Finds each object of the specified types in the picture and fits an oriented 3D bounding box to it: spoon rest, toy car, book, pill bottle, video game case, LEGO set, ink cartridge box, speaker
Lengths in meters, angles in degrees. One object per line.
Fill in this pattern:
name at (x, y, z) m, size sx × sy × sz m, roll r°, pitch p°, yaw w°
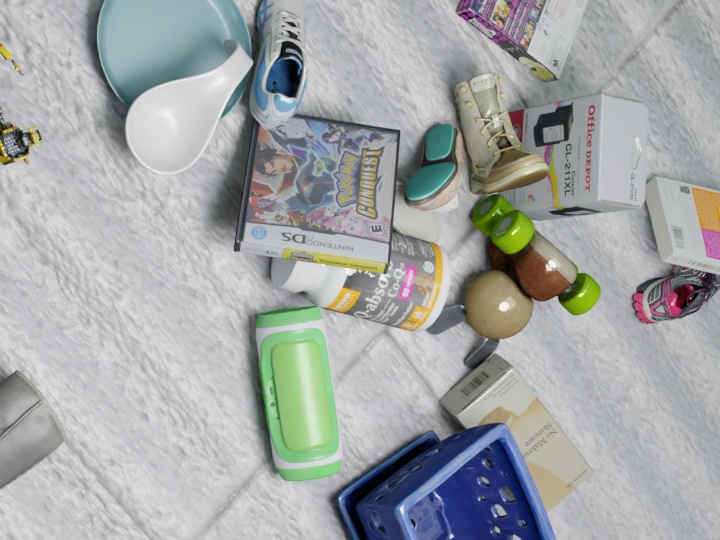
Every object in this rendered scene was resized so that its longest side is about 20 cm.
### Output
spoon rest at (-0.191, -0.194, 1.600) m, size 0.099 × 0.061 × 0.200 m, roll 50°, pitch 62°, yaw -21°
toy car at (0.183, 0.032, 1.854) m, size 0.164 × 0.158 × 0.200 m, roll 41°, pitch 95°, yaw -21°
book at (0.520, -0.058, 2.079) m, size 0.200 × 0.048 × 0.134 m, roll 13°, pitch 55°, yaw -28°
pill bottle at (0.000, 0.000, 1.708) m, size 0.200 × 0.116 × 0.117 m, roll 14°, pitch 79°, yaw -22°
video game case at (-0.048, -0.097, 1.655) m, size 0.180 × 0.026 × 0.200 m, roll 8°, pitch 58°, yaw -5°
LEGO set at (-0.412, -0.179, 1.444) m, size 0.154 × 0.116 × 0.200 m, roll -18°, pitch 97°, yaw -34°
ink cartridge box at (0.280, -0.150, 1.864) m, size 0.083 × 0.200 × 0.146 m, roll 7°, pitch 83°, yaw -34°
speaker at (-0.073, 0.147, 1.675) m, size 0.088 × 0.088 × 0.200 m, roll -9°, pitch 92°, yaw -34°
video game case at (0.238, -0.394, 1.951) m, size 0.181 × 0.036 × 0.200 m, roll 31°, pitch 70°, yaw -29°

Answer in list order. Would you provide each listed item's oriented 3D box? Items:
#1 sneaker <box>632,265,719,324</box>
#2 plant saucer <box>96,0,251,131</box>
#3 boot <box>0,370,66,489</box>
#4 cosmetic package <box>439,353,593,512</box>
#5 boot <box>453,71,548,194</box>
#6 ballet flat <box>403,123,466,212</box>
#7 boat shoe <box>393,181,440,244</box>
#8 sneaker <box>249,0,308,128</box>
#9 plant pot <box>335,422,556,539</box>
sneaker at (0.496, 0.026, 2.076) m, size 0.200 × 0.075 × 0.081 m, roll -30°, pitch 103°, yaw -33°
plant saucer at (-0.220, -0.261, 1.636) m, size 0.200 × 0.027 × 0.201 m, roll 2°, pitch 86°, yaw -35°
boot at (-0.422, 0.174, 1.444) m, size 0.200 × 0.073 × 0.182 m, roll -42°, pitch 123°, yaw -22°
cosmetic package at (0.207, 0.220, 1.850) m, size 0.105 × 0.071 × 0.200 m, roll -41°, pitch 110°, yaw -3°
boot at (0.176, -0.180, 1.803) m, size 0.072 × 0.200 × 0.155 m, roll -12°, pitch 93°, yaw -12°
ballet flat at (0.105, -0.116, 1.787) m, size 0.200 × 0.068 × 0.067 m, roll -66°, pitch 140°, yaw -52°
boat shoe at (0.019, -0.074, 1.763) m, size 0.200 × 0.062 × 0.075 m, roll 20°, pitch 60°, yaw -41°
sneaker at (-0.090, -0.266, 1.686) m, size 0.072 × 0.072 × 0.200 m, roll 20°, pitch 60°, yaw -31°
plant pot at (0.097, 0.315, 1.722) m, size 0.200 × 0.180 × 0.200 m, roll -31°, pitch 105°, yaw -32°
